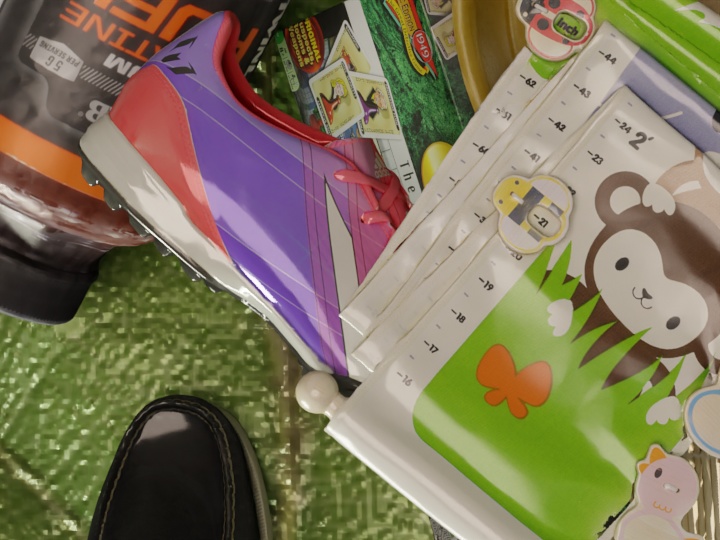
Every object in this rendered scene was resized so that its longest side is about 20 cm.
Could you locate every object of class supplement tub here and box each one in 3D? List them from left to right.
[{"bbox_3d":[-0.090,-0.083,0.968,0.107,0.107,0.200,29,102,9],"label":"supplement tub"}]

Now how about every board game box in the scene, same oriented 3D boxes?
[{"bbox_3d":[0.030,-0.002,0.956,0.105,0.023,0.200,-17,91,58],"label":"board game box"}]

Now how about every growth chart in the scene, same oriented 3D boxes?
[{"bbox_3d":[0.075,0.002,0.866,0.145,0.018,0.200,29,82,3],"label":"growth chart"}]

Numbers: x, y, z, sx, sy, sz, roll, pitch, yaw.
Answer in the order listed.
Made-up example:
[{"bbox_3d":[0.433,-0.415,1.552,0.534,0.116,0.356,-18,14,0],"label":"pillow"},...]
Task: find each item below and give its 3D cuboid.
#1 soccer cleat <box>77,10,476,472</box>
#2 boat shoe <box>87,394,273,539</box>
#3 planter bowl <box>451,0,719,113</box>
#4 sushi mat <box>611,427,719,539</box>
[{"bbox_3d":[0.000,0.000,0.898,0.200,0.068,0.073,41,97,4],"label":"soccer cleat"},{"bbox_3d":[-0.075,0.136,0.978,0.072,0.068,0.200,5,69,13],"label":"boat shoe"},{"bbox_3d":[0.135,-0.094,0.920,0.200,0.083,0.201,1,96,9],"label":"planter bowl"},{"bbox_3d":[0.128,0.146,0.957,0.096,0.012,0.201,1,97,45],"label":"sushi mat"}]
